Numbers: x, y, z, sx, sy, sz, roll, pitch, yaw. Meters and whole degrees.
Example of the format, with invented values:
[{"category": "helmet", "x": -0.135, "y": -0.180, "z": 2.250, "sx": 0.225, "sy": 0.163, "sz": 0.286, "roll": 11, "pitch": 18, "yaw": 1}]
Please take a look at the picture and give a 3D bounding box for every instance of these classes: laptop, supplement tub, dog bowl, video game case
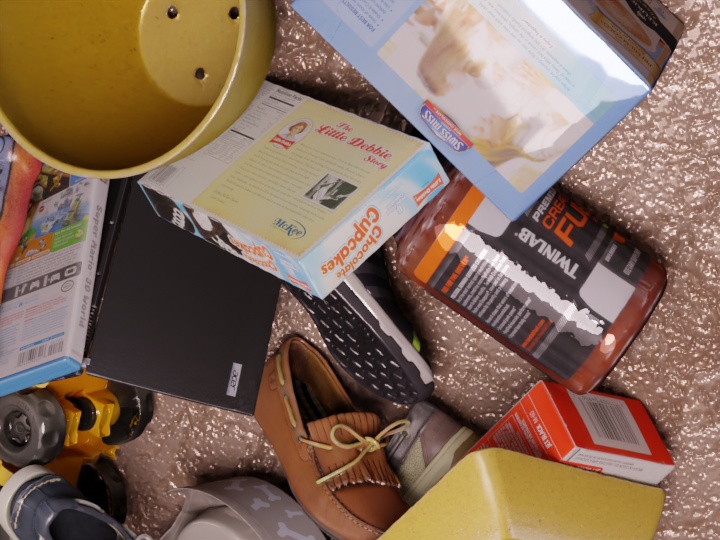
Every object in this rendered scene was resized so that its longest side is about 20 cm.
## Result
[{"category": "laptop", "x": -0.164, "y": 0.017, "z": 1.373, "sx": 0.199, "sy": 0.178, "sz": 0.103, "roll": -14, "pitch": 144, "yaw": 39}, {"category": "supplement tub", "x": 0.097, "y": -0.012, "z": 1.292, "sx": 0.200, "sy": 0.107, "sz": 0.107, "roll": 34, "pitch": 118, "yaw": 1}, {"category": "dog bowl", "x": -0.080, "y": 0.245, "z": 1.444, "sx": 0.200, "sy": 0.059, "sz": 0.201, "roll": 26, "pitch": 127, "yaw": 41}, {"category": "video game case", "x": -0.239, "y": -0.004, "z": 1.362, "sx": 0.143, "sy": 0.201, "sz": 0.018, "roll": -19, "pitch": 142, "yaw": 32}]

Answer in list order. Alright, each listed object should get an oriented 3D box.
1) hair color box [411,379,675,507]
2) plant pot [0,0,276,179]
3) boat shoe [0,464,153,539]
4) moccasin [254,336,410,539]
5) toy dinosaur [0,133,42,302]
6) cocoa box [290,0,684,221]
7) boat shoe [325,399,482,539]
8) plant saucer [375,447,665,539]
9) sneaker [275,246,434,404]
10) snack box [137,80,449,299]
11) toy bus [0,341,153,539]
[{"category": "hair color box", "x": 0.110, "y": 0.168, "z": 1.358, "sx": 0.200, "sy": 0.111, "sz": 0.064, "roll": -47, "pitch": 49, "yaw": 29}, {"category": "plant pot", "x": -0.133, "y": -0.159, "z": 1.271, "sx": 0.199, "sy": 0.142, "sz": 0.201, "roll": 1, "pitch": 92, "yaw": 23}, {"category": "boat shoe", "x": -0.186, "y": 0.212, "z": 1.398, "sx": 0.062, "sy": 0.075, "sz": 0.200, "roll": 29, "pitch": 157, "yaw": 43}, {"category": "moccasin", "x": -0.012, "y": 0.123, "z": 1.359, "sx": 0.073, "sy": 0.202, "sz": 0.078, "roll": 9, "pitch": 121, "yaw": -32}, {"category": "toy dinosaur", "x": -0.244, "y": -0.054, "z": 1.360, "sx": 0.181, "sy": 0.105, "sz": 0.200, "roll": -43, "pitch": 76, "yaw": -3}, {"category": "cocoa box", "x": 0.082, "y": -0.158, "z": 1.220, "sx": 0.200, "sy": 0.131, "sz": 0.133, "roll": 44, "pitch": 118, "yaw": -3}, {"category": "boat shoe", "x": 0.011, "y": 0.169, "z": 1.424, "sx": 0.066, "sy": 0.072, "sz": 0.201, "roll": 47, "pitch": 122, "yaw": 10}, {"category": "plant saucer", "x": 0.090, "y": 0.211, "z": 1.307, "sx": 0.199, "sy": 0.049, "sz": 0.200, "roll": 18, "pitch": 126, "yaw": -41}, {"category": "sneaker", "x": 0.000, "y": 0.000, "z": 1.342, "sx": 0.200, "sy": 0.083, "sz": 0.072, "roll": 53, "pitch": 148, "yaw": -13}, {"category": "snack box", "x": -0.047, "y": -0.058, "z": 1.260, "sx": 0.200, "sy": 0.116, "sz": 0.037, "roll": 26, "pitch": 153, "yaw": 50}, {"category": "toy bus", "x": -0.274, "y": 0.123, "z": 1.470, "sx": 0.192, "sy": 0.136, "sz": 0.201, "roll": 27, "pitch": 109, "yaw": 28}]
